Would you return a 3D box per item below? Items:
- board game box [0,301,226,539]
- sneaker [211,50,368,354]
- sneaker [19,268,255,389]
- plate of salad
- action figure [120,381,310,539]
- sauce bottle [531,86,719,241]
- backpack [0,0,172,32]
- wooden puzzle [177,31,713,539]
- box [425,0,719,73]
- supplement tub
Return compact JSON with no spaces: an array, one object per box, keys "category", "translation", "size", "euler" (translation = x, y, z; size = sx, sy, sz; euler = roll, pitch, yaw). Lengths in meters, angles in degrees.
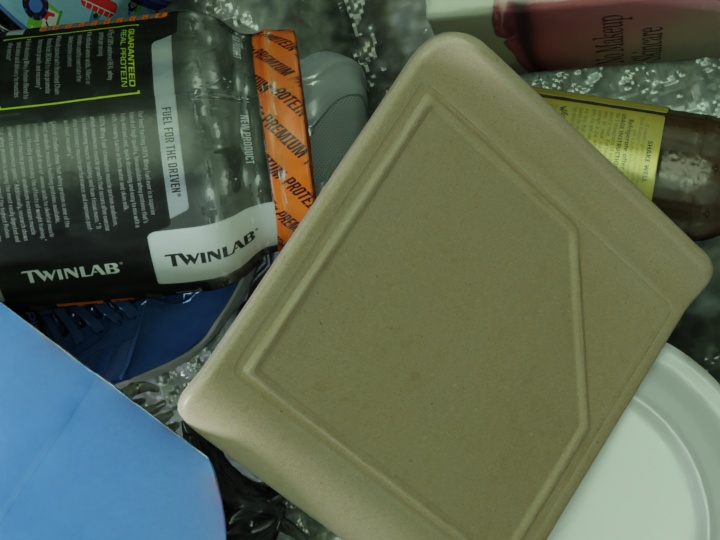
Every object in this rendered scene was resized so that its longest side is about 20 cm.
[{"category":"board game box","translation":[-0.145,0.094,0.780],"size":[0.200,0.039,0.158],"euler":[36,114,1]},{"category":"sneaker","translation":[0.000,0.000,0.852],"size":[0.115,0.075,0.201],"euler":[11,89,32]},{"category":"sneaker","translation":[-0.141,0.024,0.866],"size":[0.199,0.111,0.077],"euler":[-31,79,3]},{"category":"plate of salad","translation":[0.095,0.122,0.847],"size":[0.199,0.048,0.201],"euler":[-3,79,15]},{"category":"action figure","translation":[-0.100,0.114,0.842],"size":[0.199,0.102,0.119],"euler":[-10,106,23]},{"category":"sauce bottle","translation":[0.133,-0.047,0.858],"size":[0.199,0.065,0.065],"euler":[11,84,11]},{"category":"backpack","translation":[-0.152,-0.197,0.863],"size":[0.134,0.183,0.200],"euler":[-37,82,9]},{"category":"wooden puzzle","translation":[0.041,0.027,0.783],"size":[0.185,0.037,0.200],"euler":[39,81,-26]},{"category":"box","translation":[0.131,-0.161,0.841],"size":[0.199,0.128,0.109],"euler":[-4,83,9]},{"category":"supplement tub","translation":[-0.121,-0.046,0.784],"size":[0.199,0.123,0.123],"euler":[-6,81,0]}]
